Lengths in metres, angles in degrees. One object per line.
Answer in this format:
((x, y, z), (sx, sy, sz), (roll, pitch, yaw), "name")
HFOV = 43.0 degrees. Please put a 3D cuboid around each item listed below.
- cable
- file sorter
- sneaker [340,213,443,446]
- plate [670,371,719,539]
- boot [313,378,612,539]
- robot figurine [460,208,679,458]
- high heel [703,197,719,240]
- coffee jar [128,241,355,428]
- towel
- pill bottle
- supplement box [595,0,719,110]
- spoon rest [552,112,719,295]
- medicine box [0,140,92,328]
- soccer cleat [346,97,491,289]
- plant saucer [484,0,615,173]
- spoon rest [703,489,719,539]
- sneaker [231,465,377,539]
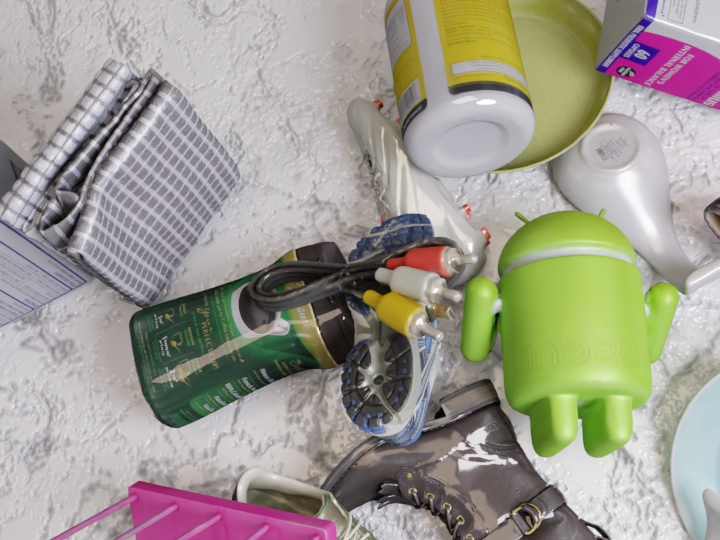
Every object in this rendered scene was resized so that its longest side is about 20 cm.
((0.000, 0.000, 0.698), (0.197, 0.051, 0.098), (11, 57, 32), "cable")
((-0.124, 0.255, 0.654), (0.197, 0.125, 0.142), (1, 104, 33), "file sorter")
((0.030, 0.048, 0.739), (0.076, 0.085, 0.203), (-4, 56, 24), "sneaker")
((0.335, 0.158, 0.684), (0.197, 0.025, 0.204), (4, 97, 33), "plate")
((0.077, 0.200, 0.727), (0.198, 0.069, 0.176), (-30, 70, -3), "boot")
((0.169, 0.043, 0.729), (0.172, 0.116, 0.204), (0, 68, -2), "robot figurine")
((0.337, 0.033, 0.711), (0.140, 0.072, 0.203), (10, 61, -13), "high heel")
((-0.093, 0.054, 0.792), (0.197, 0.086, 0.106), (-21, 63, 3), "coffee jar")
((-0.191, -0.066, 0.786), (0.085, 0.200, 0.167), (33, 81, 16), "towel")
((0.079, -0.191, 0.785), (0.110, 0.112, 0.203), (-10, 65, 6), "pill bottle")
((0.314, -0.204, 0.766), (0.197, 0.101, 0.105), (15, 76, -5), "supplement box")
((0.241, -0.058, 0.793), (0.098, 0.061, 0.202), (-26, 57, 0), "spoon rest")
((-0.374, -0.017, 0.810), (0.198, 0.182, 0.104), (-26, 70, 0), "medicine box")
((0.037, -0.070, 0.820), (0.077, 0.069, 0.201), (-36, 74, 0), "soccer cleat")
((0.133, -0.172, 0.841), (0.196, 0.031, 0.203), (-6, 65, 14), "plant saucer")
((0.209, 0.254, 0.673), (0.199, 0.061, 0.099), (-40, 36, -9), "spoon rest")
((-0.022, 0.216, 0.690), (0.198, 0.091, 0.067), (24, 49, 26), "sneaker")
